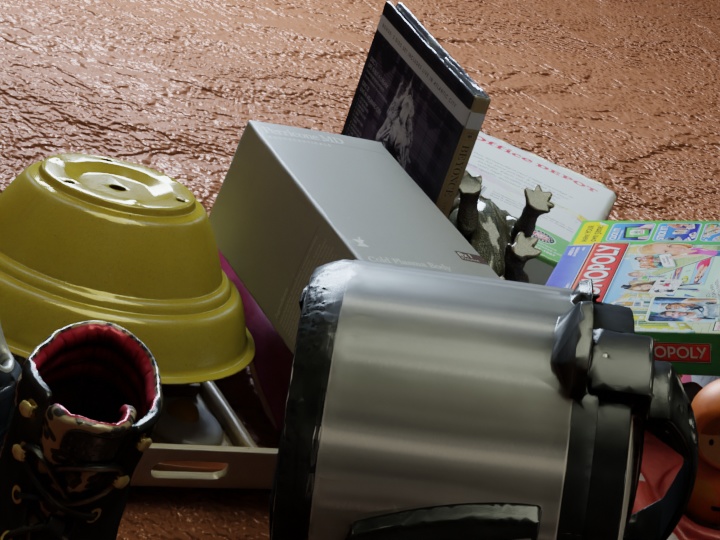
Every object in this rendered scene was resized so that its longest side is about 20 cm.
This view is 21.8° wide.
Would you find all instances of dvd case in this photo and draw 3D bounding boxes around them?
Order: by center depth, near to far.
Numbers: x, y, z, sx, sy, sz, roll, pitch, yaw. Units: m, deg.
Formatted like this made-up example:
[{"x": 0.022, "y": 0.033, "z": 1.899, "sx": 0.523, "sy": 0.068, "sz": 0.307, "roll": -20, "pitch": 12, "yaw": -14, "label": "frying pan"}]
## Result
[{"x": 0.017, "y": -0.052, "z": 1.195, "sx": 0.016, "sy": 0.201, "sz": 0.149, "roll": 6, "pitch": 27, "yaw": -26, "label": "dvd case"}]

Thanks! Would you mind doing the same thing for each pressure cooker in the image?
[{"x": 0.062, "y": 0.088, "z": 0.902, "sx": 0.198, "sy": 0.180, "sz": 0.176, "roll": 8, "pitch": 2, "yaw": 2, "label": "pressure cooker"}]

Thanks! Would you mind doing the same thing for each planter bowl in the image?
[{"x": -0.147, "y": -0.014, "z": 1.072, "sx": 0.199, "sy": 0.084, "sz": 0.201, "roll": 15, "pitch": 16, "yaw": -4, "label": "planter bowl"}]

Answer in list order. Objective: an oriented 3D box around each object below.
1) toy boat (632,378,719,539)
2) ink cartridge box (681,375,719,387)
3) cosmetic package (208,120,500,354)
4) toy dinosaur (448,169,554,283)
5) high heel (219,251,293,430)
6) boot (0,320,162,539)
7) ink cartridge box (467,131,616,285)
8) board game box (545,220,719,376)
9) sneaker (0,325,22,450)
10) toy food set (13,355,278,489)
[{"x": 0.204, "y": 0.118, "z": 1.048, "sx": 0.129, "sy": 0.132, "sz": 0.201, "roll": -8, "pitch": 38, "yaw": -14, "label": "toy boat"}, {"x": 0.276, "y": 0.120, "z": 1.173, "sx": 0.082, "sy": 0.147, "sz": 0.200, "roll": 16, "pitch": 23, "yaw": -26, "label": "ink cartridge box"}, {"x": 0.000, "y": 0.000, "z": 1.086, "sx": 0.106, "sy": 0.091, "sz": 0.200, "roll": 6, "pitch": 32, "yaw": -36, "label": "cosmetic package"}, {"x": 0.076, "y": 0.006, "z": 1.161, "sx": 0.076, "sy": 0.103, "sz": 0.201, "roll": 0, "pitch": 56, "yaw": -11, "label": "toy dinosaur"}, {"x": -0.088, "y": 0.033, "z": 1.181, "sx": 0.199, "sy": 0.068, "sz": 0.096, "roll": 18, "pitch": 51, "yaw": 40, "label": "high heel"}, {"x": -0.139, "y": 0.124, "z": 0.814, "sx": 0.073, "sy": 0.152, "sz": 0.200, "roll": 19, "pitch": 23, "yaw": -4, "label": "boot"}, {"x": 0.103, "y": -0.027, "z": 1.431, "sx": 0.144, "sy": 0.088, "sz": 0.200, "roll": 25, "pitch": 25, "yaw": 8, "label": "ink cartridge box"}, {"x": 0.185, "y": 0.013, "z": 1.158, "sx": 0.133, "sy": 0.029, "sz": 0.200, "roll": 1, "pitch": 21, "yaw": 17, "label": "board game box"}, {"x": -0.260, "y": 0.053, "z": 0.879, "sx": 0.201, "sy": 0.147, "sz": 0.077, "roll": 13, "pitch": 26, "yaw": -14, "label": "sneaker"}, {"x": -0.131, "y": 0.056, "z": 1.085, "sx": 0.143, "sy": 0.061, "sz": 0.200, "roll": 5, "pitch": 28, "yaw": -32, "label": "toy food set"}]
